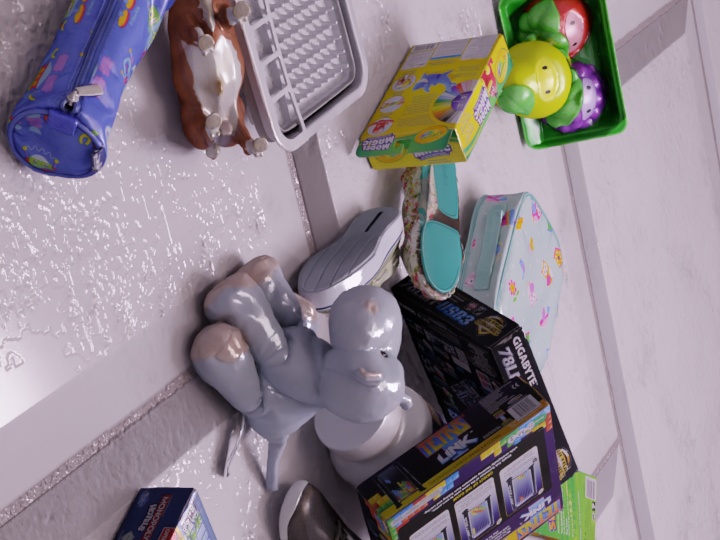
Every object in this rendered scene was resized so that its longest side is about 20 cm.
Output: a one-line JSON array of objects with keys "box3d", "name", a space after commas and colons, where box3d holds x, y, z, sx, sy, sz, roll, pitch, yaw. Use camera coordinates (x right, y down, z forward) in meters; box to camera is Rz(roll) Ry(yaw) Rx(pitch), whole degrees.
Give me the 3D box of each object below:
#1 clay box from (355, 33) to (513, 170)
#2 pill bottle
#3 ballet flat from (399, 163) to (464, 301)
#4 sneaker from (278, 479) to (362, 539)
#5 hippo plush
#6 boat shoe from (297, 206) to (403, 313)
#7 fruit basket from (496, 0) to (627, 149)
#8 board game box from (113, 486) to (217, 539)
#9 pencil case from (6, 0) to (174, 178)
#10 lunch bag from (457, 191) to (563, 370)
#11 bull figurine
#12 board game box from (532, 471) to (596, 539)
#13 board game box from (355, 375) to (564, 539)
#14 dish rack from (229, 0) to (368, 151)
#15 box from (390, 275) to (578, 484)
[{"box3d": [0.079, -0.172, 1.673, 0.048, 0.114, 0.201, 63, 38, -34], "name": "clay box"}, {"box3d": [0.037, 0.179, 1.560, 0.200, 0.110, 0.112, 45, 49, -48], "name": "pill bottle"}, {"box3d": [0.071, -0.041, 1.661, 0.075, 0.064, 0.202, 31, 46, -28], "name": "ballet flat"}, {"box3d": [-0.010, 0.275, 1.494, 0.201, 0.081, 0.077, 64, 38, -34], "name": "sneaker"}, {"box3d": [-0.045, 0.081, 1.380, 0.159, 0.159, 0.203, 30, 61, -55], "name": "hippo plush"}, {"box3d": [0.000, 0.000, 1.560, 0.200, 0.071, 0.063, -45, 129, -55], "name": "boat shoe"}, {"box3d": [0.242, -0.251, 1.952, 0.215, 0.153, 0.219, -10, 90, -77], "name": "fruit basket"}, {"box3d": [-0.151, 0.317, 1.269, 0.201, 0.061, 0.201, 61, 38, -35], "name": "board game box"}, {"box3d": [-0.205, -0.164, 1.213, 0.077, 0.087, 0.202, 25, 56, -12], "name": "pencil case"}, {"box3d": [0.172, 0.013, 1.849, 0.161, 0.076, 0.202, 49, 46, -44], "name": "lunch bag"}, {"box3d": [-0.130, -0.186, 1.325, 0.064, 0.121, 0.202, -19, 116, -16], "name": "bull figurine"}, {"box3d": [0.255, 0.298, 2.007, 0.200, 0.030, 0.097, 29, 61, -58], "name": "board game box"}, {"box3d": [0.100, 0.220, 1.519, 0.199, 0.057, 0.167, -32, 137, -19], "name": "board game box"}, {"box3d": [-0.066, -0.217, 1.467, 0.200, 0.043, 0.174, -44, 123, -53], "name": "dish rack"}, {"box3d": [0.129, 0.114, 1.655, 0.049, 0.200, 0.200, -35, 121, -16], "name": "box"}]
